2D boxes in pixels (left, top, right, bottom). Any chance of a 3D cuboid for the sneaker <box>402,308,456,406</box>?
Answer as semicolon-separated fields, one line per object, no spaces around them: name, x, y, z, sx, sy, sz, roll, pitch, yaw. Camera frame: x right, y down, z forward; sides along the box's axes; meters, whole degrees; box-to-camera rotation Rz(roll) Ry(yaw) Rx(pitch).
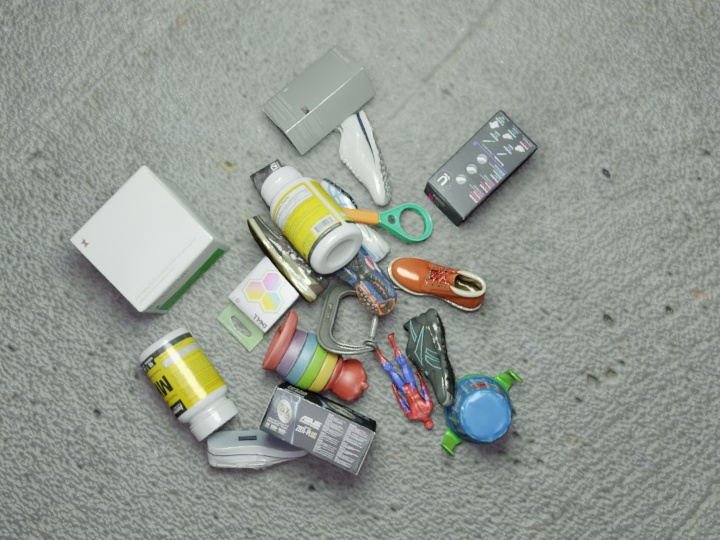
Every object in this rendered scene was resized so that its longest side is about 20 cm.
sneaker;0.134;0.173;1.437;0.079;0.075;0.201;-17;55;12

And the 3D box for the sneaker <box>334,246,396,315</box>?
sneaker;0.000;0.000;1.432;0.075;0.078;0.200;-37;80;17

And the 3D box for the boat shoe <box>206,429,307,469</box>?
boat shoe;-0.199;0.354;1.457;0.199;0.074;0.066;4;116;-3

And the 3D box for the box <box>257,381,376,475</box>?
box;-0.076;0.290;1.403;0.199;0.164;0.086;24;87;4

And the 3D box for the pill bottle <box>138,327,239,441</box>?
pill bottle;-0.329;0.221;1.441;0.114;0.114;0.200;-36;85;-1

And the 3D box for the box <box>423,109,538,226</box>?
box;0.230;-0.196;1.452;0.200;0.122;0.106;-44;86;-2

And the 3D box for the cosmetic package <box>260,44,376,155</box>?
cosmetic package;-0.081;-0.338;1.477;0.200;0.090;0.107;-43;56;0

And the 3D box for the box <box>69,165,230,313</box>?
box;-0.397;-0.053;1.436;0.200;0.171;0.199;45;88;5

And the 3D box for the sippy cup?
sippy cup;0.229;0.269;1.412;0.139;0.130;0.179;8;86;3

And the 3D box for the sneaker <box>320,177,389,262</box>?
sneaker;-0.023;-0.097;1.480;0.072;0.072;0.200;-38;82;6

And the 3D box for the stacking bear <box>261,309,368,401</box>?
stacking bear;-0.078;0.183;1.441;0.199;0.121;0.114;28;56;-8

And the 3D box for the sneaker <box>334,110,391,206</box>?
sneaker;0.005;-0.217;1.492;0.080;0.076;0.201;-19;78;8

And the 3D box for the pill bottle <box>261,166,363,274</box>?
pill bottle;-0.095;-0.098;1.379;0.112;0.112;0.200;-41;65;-1

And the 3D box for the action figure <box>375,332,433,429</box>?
action figure;0.091;0.221;1.461;0.065;0.052;0.201;-28;90;5

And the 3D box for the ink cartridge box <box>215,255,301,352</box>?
ink cartridge box;-0.191;0.055;1.477;0.104;0.059;0.200;43;88;4

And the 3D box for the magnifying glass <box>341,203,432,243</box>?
magnifying glass;0.052;-0.099;1.456;0.199;0.022;0.080;5;71;-24

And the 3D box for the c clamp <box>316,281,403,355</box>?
c clamp;0.007;0.086;1.436;0.170;0.027;0.201;16;51;6

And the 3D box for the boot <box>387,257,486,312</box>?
boot;0.150;0.014;1.443;0.199;0.107;0.075;19;76;4

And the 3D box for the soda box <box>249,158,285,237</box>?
soda box;-0.140;-0.116;1.487;0.071;0.063;0.201;-31;85;0

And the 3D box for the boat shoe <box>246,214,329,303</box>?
boat shoe;-0.137;-0.030;1.421;0.066;0.072;0.201;-37;84;-12
